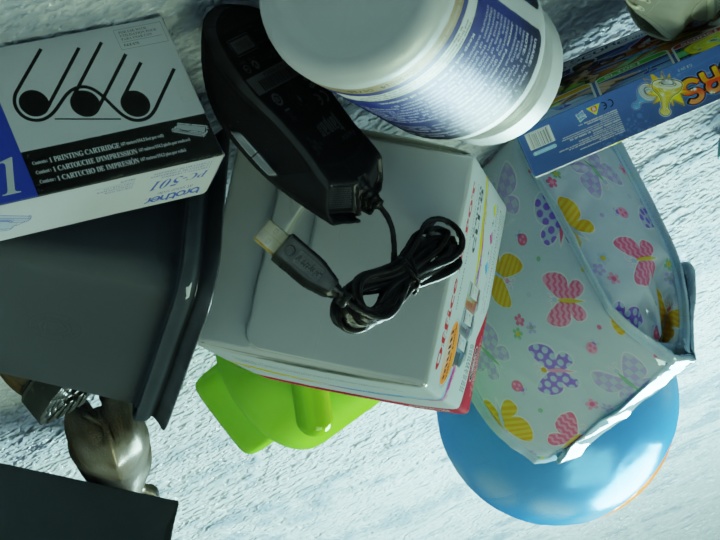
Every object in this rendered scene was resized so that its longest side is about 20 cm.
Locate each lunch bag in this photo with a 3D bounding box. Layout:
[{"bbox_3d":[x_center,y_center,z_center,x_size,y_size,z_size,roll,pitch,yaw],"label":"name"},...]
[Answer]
[{"bbox_3d":[0.146,0.021,1.690,0.127,0.201,0.170,-7,152,-40],"label":"lunch bag"}]

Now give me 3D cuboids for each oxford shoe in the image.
[{"bbox_3d":[-0.175,0.030,1.535,0.073,0.084,0.200,-52,168,24],"label":"oxford shoe"},{"bbox_3d":[0.181,-0.187,1.414,0.058,0.075,0.200,-30,164,3],"label":"oxford shoe"}]

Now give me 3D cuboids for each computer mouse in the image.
[{"bbox_3d":[-0.039,-0.048,1.281,0.046,0.200,0.140,-40,-177,35],"label":"computer mouse"}]

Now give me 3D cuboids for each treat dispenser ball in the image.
[{"bbox_3d":[0.161,0.108,1.916,0.200,0.202,0.201,-22,159,-9],"label":"treat dispenser ball"}]

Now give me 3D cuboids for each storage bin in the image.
[{"bbox_3d":[-0.161,-0.011,1.380,0.134,0.146,0.200,9,150,-11],"label":"storage bin"}]

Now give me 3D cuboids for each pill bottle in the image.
[{"bbox_3d":[0.036,-0.137,1.302,0.115,0.116,0.200,-32,158,17],"label":"pill bottle"}]

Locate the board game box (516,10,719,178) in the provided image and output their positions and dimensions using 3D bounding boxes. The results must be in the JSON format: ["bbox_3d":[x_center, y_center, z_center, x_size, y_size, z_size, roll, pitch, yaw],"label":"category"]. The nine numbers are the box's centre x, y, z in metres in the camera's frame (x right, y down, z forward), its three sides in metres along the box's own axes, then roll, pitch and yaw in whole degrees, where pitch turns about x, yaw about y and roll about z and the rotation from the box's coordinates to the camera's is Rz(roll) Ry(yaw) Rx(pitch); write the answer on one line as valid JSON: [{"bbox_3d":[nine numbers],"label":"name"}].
[{"bbox_3d":[0.193,-0.128,1.500,0.199,0.035,0.135,-23,-165,8],"label":"board game box"}]

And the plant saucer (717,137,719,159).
[{"bbox_3d":[0.361,-0.146,1.798,0.200,0.019,0.070,-38,156,32],"label":"plant saucer"}]

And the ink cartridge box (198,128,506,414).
[{"bbox_3d":[0.000,0.000,1.437,0.144,0.146,0.200,11,175,11],"label":"ink cartridge box"}]

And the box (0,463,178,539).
[{"bbox_3d":[-0.242,0.205,1.723,0.199,0.079,0.141,13,156,-4],"label":"box"}]

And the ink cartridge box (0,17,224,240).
[{"bbox_3d":[-0.181,-0.069,1.243,0.199,0.094,0.044,-14,157,-27],"label":"ink cartridge box"}]

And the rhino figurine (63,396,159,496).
[{"bbox_3d":[-0.185,0.129,1.727,0.060,0.088,0.200,-22,159,-7],"label":"rhino figurine"}]

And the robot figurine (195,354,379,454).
[{"bbox_3d":[-0.023,0.050,1.682,0.200,0.116,0.175,-37,179,24],"label":"robot figurine"}]
